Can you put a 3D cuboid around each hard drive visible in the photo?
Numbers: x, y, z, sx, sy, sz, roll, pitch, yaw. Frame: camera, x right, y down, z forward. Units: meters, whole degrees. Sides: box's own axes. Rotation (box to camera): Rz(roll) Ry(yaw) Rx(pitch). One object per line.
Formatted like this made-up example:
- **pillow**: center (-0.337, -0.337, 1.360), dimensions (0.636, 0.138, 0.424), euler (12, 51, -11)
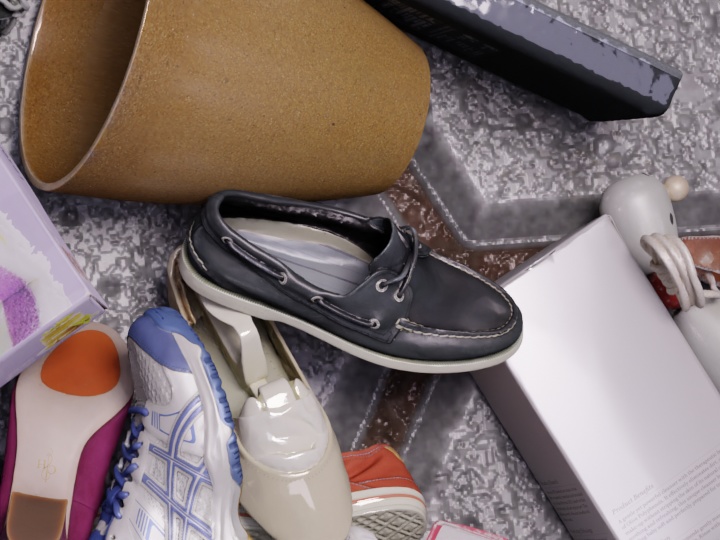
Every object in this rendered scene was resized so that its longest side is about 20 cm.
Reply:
- **hard drive**: center (0.078, -0.142, 1.428), dimensions (0.199, 0.140, 0.033), euler (25, 87, -10)

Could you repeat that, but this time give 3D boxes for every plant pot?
- **plant pot**: center (-0.067, -0.113, 1.385), dimensions (0.199, 0.186, 0.187), euler (14, 79, -25)

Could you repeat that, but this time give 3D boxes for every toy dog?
- **toy dog**: center (0.233, 0.022, 1.458), dimensions (0.096, 0.132, 0.201), euler (-32, 111, -6)

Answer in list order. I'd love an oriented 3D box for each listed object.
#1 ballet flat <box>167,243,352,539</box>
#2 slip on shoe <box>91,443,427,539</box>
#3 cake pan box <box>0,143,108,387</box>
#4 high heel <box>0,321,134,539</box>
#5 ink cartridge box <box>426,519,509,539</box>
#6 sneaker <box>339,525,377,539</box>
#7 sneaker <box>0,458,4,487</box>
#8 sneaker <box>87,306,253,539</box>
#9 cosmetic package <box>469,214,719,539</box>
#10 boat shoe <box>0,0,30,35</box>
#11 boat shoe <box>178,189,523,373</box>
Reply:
- **ballet flat**: center (-0.060, 0.065, 1.369), dimensions (0.069, 0.070, 0.200), euler (-21, 62, -15)
- **slip on shoe**: center (-0.063, 0.138, 1.402), dimensions (0.199, 0.074, 0.061), euler (-7, 49, -8)
- **cake pan box**: center (-0.264, -0.008, 1.321), dimensions (0.184, 0.052, 0.200), euler (-33, 76, -3)
- **high heel**: center (-0.173, 0.118, 1.362), dimensions (0.067, 0.096, 0.200), euler (15, 40, 1)
- **ink cartridge box**: center (0.101, 0.252, 1.371), dimensions (0.200, 0.085, 0.146), euler (36, 74, -35)
- **sneaker**: center (-0.005, 0.241, 1.389), dimensions (0.082, 0.077, 0.201), euler (6, 102, -26)
- **sneaker**: center (-0.215, 0.149, 1.356), dimensions (0.087, 0.076, 0.201), euler (-24, 88, -21)
- **sneaker**: center (-0.108, 0.122, 1.314), dimensions (0.088, 0.075, 0.201), euler (-12, 86, -13)
- **cosmetic package**: center (0.147, 0.082, 1.444), dimensions (0.107, 0.085, 0.201), euler (-31, 89, -15)
- **boat shoe**: center (-0.223, -0.162, 1.397), dimensions (0.068, 0.074, 0.200), euler (40, 77, -12)
- **boat shoe**: center (0.000, -0.002, 1.353), dimensions (0.198, 0.066, 0.075), euler (19, 48, 1)
